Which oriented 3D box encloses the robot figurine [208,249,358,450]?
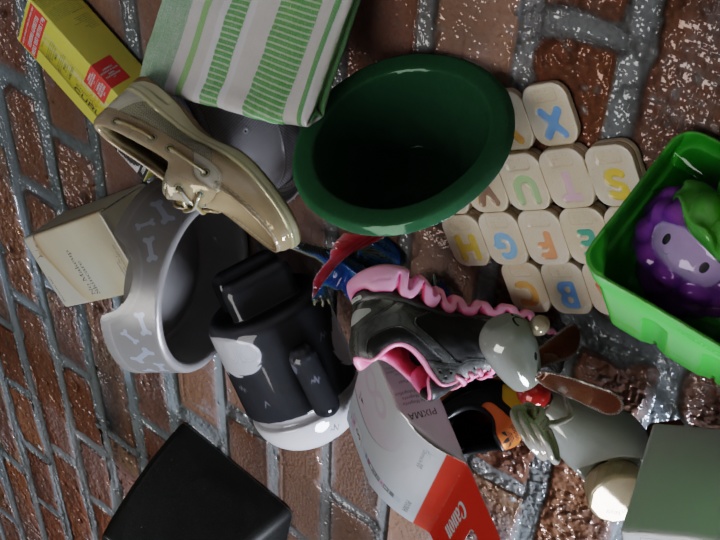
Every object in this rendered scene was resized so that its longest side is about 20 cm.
[{"bbox_3d":[-0.072,0.082,1.080,0.124,0.150,0.201,-14,112,23],"label":"robot figurine"}]

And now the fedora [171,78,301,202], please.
[{"bbox_3d":[-0.132,-0.133,0.981,0.176,0.090,0.201,20,133,34],"label":"fedora"}]

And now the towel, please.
[{"bbox_3d":[-0.090,-0.202,0.868,0.199,0.023,0.153,21,95,34],"label":"towel"}]

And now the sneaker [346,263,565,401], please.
[{"bbox_3d":[0.076,0.068,0.884,0.199,0.096,0.079,17,150,-16],"label":"sneaker"}]

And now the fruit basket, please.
[{"bbox_3d":[0.257,-0.015,0.654,0.215,0.156,0.216,35,158,16],"label":"fruit basket"}]

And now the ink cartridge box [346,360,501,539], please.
[{"bbox_3d":[0.046,0.175,0.945,0.163,0.057,0.201,104,154,-55],"label":"ink cartridge box"}]

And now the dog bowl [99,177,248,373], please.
[{"bbox_3d":[-0.176,0.009,1.071,0.058,0.200,0.201,12,130,21],"label":"dog bowl"}]

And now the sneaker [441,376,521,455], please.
[{"bbox_3d":[0.078,0.128,0.987,0.200,0.090,0.070,-8,115,48],"label":"sneaker"}]

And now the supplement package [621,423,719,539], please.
[{"bbox_3d":[0.298,0.194,0.762,0.199,0.117,0.118,1,124,28],"label":"supplement package"}]

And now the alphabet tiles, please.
[{"bbox_3d":[0.137,-0.049,0.841,0.199,0.015,0.196,0,121,45],"label":"alphabet tiles"}]

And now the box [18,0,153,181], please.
[{"bbox_3d":[-0.258,-0.191,1.096,0.200,0.050,0.075,49,144,2],"label":"box"}]

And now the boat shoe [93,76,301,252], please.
[{"bbox_3d":[-0.134,-0.076,0.893,0.200,0.065,0.072,41,159,10],"label":"boat shoe"}]

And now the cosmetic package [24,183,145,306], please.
[{"bbox_3d":[-0.298,-0.026,1.259,0.200,0.073,0.104,-13,112,49],"label":"cosmetic package"}]

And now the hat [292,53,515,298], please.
[{"bbox_3d":[0.047,-0.056,0.867,0.199,0.166,0.176,23,159,34],"label":"hat"}]

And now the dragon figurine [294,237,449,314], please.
[{"bbox_3d":[0.000,0.000,0.985,0.200,0.059,0.100,43,142,9],"label":"dragon figurine"}]

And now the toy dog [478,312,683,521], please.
[{"bbox_3d":[0.184,0.105,0.851,0.200,0.096,0.132,45,-164,-43],"label":"toy dog"}]

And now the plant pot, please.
[{"bbox_3d":[-0.229,0.366,1.433,0.200,0.177,0.200,34,141,19],"label":"plant pot"}]
